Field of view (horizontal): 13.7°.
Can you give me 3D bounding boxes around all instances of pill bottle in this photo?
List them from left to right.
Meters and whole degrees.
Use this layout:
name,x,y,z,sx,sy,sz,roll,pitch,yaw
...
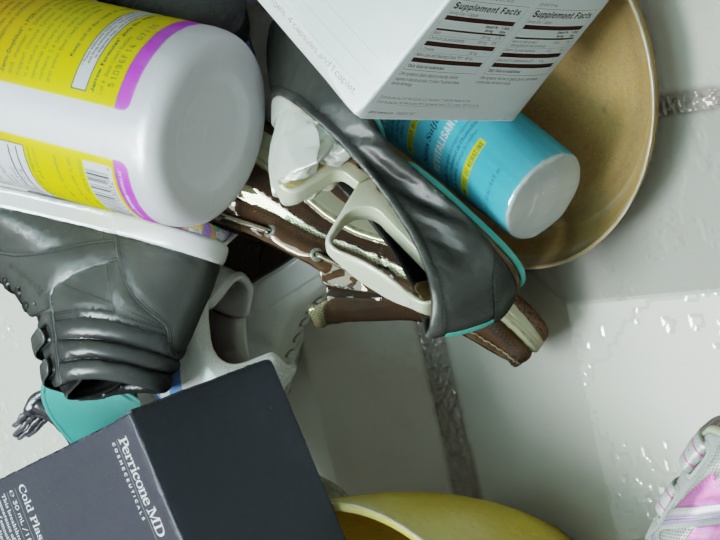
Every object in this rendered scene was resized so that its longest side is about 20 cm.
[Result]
name,x,y,z,sx,sy,sz,roll,pitch,yaw
pill bottle,-0.156,-0.091,1.553,0.200,0.104,0.104,15,114,31

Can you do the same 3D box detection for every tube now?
name,x,y,z,sx,sy,sz,roll,pitch,yaw
tube,0.029,-0.091,1.539,0.200,0.050,0.078,40,121,33

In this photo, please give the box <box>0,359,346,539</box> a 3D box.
name,x,y,z,sx,sy,sz,roll,pitch,yaw
box,-0.096,0.174,1.535,0.182,0.104,0.200,-26,86,46

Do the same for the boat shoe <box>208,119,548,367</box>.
name,x,y,z,sx,sy,sz,roll,pitch,yaw
boat shoe,0.001,0.001,1.570,0.202,0.075,0.075,34,89,13

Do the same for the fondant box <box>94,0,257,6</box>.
name,x,y,z,sx,sy,sz,roll,pitch,yaw
fondant box,-0.145,-0.221,1.658,0.144,0.058,0.200,-21,90,28

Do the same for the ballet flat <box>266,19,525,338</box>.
name,x,y,z,sx,sy,sz,roll,pitch,yaw
ballet flat,-0.001,-0.045,1.505,0.200,0.068,0.068,48,163,20

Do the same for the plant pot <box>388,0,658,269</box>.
name,x,y,z,sx,sy,sz,roll,pitch,yaw
plant pot,0.078,-0.101,1.535,0.200,0.027,0.200,17,115,39

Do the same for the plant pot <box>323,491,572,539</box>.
name,x,y,z,sx,sy,sz,roll,pitch,yaw
plant pot,0.050,0.198,1.578,0.200,0.142,0.200,15,114,39

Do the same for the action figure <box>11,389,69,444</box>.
name,x,y,z,sx,sy,sz,roll,pitch,yaw
action figure,-0.112,0.146,1.736,0.200,0.119,0.102,50,129,26

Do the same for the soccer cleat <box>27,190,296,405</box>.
name,x,y,z,sx,sy,sz,roll,pitch,yaw
soccer cleat,-0.106,0.010,1.630,0.086,0.070,0.200,-45,65,15

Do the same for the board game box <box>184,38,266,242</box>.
name,x,y,z,sx,sy,sz,roll,pitch,yaw
board game box,-0.139,-0.100,1.729,0.200,0.039,0.158,35,125,30

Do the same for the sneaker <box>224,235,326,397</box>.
name,x,y,z,sx,sy,sz,roll,pitch,yaw
sneaker,-0.048,0.024,1.683,0.085,0.073,0.200,41,129,-20

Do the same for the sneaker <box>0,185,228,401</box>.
name,x,y,z,sx,sy,sz,roll,pitch,yaw
sneaker,-0.172,0.013,1.583,0.200,0.071,0.099,12,83,25

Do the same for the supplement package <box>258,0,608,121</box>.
name,x,y,z,sx,sy,sz,roll,pitch,yaw
supplement package,0.038,-0.208,1.420,0.191,0.147,0.200,49,116,22

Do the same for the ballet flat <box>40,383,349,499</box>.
name,x,y,z,sx,sy,sz,roll,pitch,yaw
ballet flat,-0.090,0.104,1.674,0.200,0.062,0.067,35,122,-2

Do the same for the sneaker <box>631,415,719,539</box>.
name,x,y,z,sx,sy,sz,roll,pitch,yaw
sneaker,0.191,0.110,1.467,0.200,0.081,0.088,-27,83,37

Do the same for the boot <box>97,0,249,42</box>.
name,x,y,z,sx,sy,sz,roll,pitch,yaw
boot,-0.140,-0.193,1.554,0.200,0.070,0.132,24,152,12
